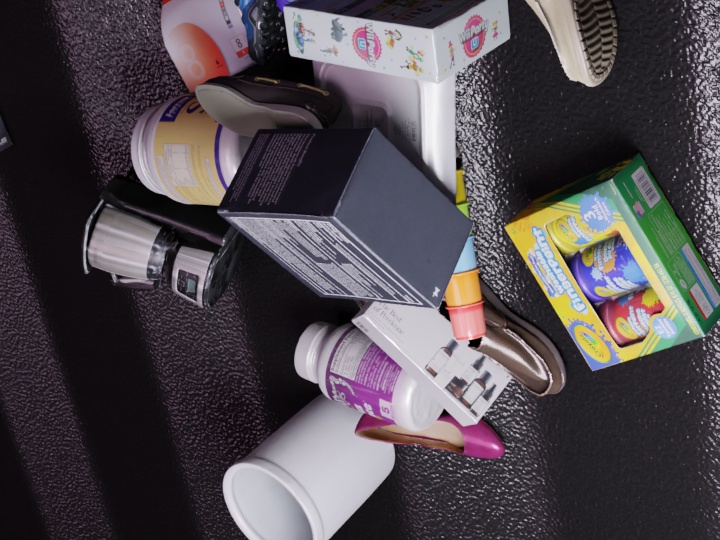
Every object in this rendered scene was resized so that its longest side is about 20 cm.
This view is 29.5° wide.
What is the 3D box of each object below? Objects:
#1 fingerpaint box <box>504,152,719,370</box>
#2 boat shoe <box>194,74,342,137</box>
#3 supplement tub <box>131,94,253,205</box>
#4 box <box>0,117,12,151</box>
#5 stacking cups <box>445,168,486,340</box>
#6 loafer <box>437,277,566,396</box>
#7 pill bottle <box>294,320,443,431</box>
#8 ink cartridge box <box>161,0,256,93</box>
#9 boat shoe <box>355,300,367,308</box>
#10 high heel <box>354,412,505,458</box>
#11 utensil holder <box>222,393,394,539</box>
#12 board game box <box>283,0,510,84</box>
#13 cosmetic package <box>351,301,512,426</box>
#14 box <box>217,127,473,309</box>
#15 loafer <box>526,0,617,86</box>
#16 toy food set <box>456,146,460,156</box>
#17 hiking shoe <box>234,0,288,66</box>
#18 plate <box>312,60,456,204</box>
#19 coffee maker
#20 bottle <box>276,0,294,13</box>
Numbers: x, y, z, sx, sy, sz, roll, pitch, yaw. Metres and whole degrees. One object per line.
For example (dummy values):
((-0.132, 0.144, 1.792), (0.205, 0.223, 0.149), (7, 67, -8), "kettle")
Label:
((0.282, -0.005, 1.517), (0.167, 0.073, 0.201), (-24, 101, 48), "fingerpaint box")
((-0.110, -0.197, 1.624), (0.200, 0.061, 0.072), (20, 147, 34), "boat shoe")
((-0.187, -0.157, 1.779), (0.199, 0.145, 0.146), (5, 122, 39), "supplement tub")
((-0.665, -0.262, 2.210), (0.199, 0.048, 0.159), (1, 118, 41), "box")
((0.110, -0.017, 1.626), (0.060, 0.060, 0.201), (-6, 94, 44), "stacking cups")
((0.165, 0.088, 1.692), (0.200, 0.071, 0.073), (42, 138, 11), "loafer")
((0.013, 0.135, 1.832), (0.199, 0.112, 0.113), (18, 129, 33), "pill bottle")
((-0.204, -0.340, 1.737), (0.162, 0.050, 0.201), (-16, 110, 47), "ink cartridge box")
((0.000, 0.000, 1.777), (0.201, 0.071, 0.064), (61, 153, 1), "boat shoe")
((0.092, 0.228, 1.839), (0.199, 0.096, 0.068), (15, 128, 34), "high heel")
((-0.068, 0.290, 1.951), (0.169, 0.200, 0.171), (24, 133, 29), "utensil holder")
((0.040, -0.270, 1.490), (0.199, 0.147, 0.065), (15, 125, 35), "board game box")
((0.092, 0.098, 1.726), (0.200, 0.083, 0.051), (43, 158, -6), "cosmetic package")
((-0.014, -0.060, 1.550), (0.198, 0.124, 0.200), (6, 154, 45), "box")
((0.203, -0.283, 1.395), (0.068, 0.076, 0.201), (-9, 102, 47), "loafer")
((0.016, -0.167, 1.652), (0.200, 0.060, 0.144), (-22, 102, 49), "toy food set")
((-0.127, -0.349, 1.650), (0.086, 0.074, 0.201), (16, 117, 36), "hiking shoe")
((0.020, -0.173, 1.589), (0.199, 0.032, 0.201), (13, 116, 33), "plate")
((-0.267, -0.057, 1.926), (0.199, 0.193, 0.135), (18, 155, 6), "coffee maker")
((-0.046, -0.377, 1.554), (0.083, 0.065, 0.201), (36, 137, 23), "bottle")
